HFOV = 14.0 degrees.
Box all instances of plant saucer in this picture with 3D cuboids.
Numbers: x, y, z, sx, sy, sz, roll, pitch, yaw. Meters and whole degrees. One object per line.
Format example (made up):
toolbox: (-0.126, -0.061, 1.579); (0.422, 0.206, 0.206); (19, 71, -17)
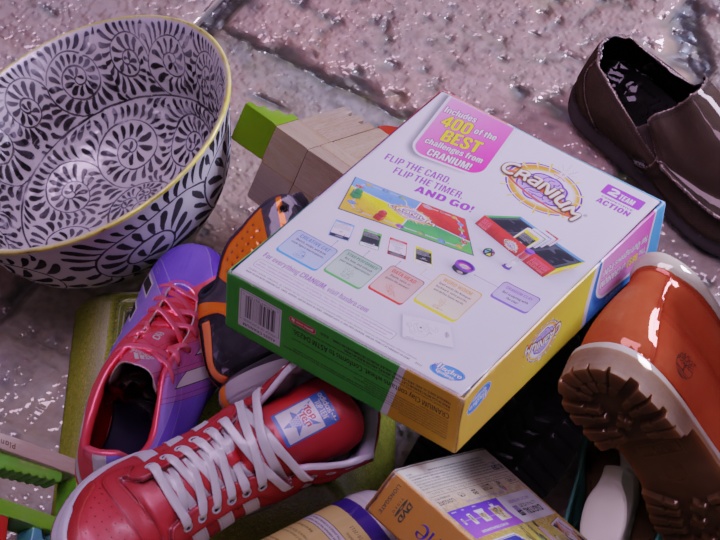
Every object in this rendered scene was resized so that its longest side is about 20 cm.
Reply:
plant saucer: (-0.079, 0.082, 1.706); (0.199, 0.048, 0.201); (-1, 51, 4)

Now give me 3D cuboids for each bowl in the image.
bowl: (-0.154, -0.053, 1.777); (0.200, 0.094, 0.201); (-15, 42, 14)

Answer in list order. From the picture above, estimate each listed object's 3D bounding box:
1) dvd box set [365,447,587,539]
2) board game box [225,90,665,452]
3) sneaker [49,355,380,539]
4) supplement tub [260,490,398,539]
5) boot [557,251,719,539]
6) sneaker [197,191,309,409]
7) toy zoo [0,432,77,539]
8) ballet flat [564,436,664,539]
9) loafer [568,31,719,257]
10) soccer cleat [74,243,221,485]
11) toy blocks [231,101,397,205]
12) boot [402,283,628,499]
dvd box set: (0.106, 0.171, 1.506); (0.200, 0.146, 0.029); (41, 105, 15)
board game box: (0.047, -0.004, 1.569); (0.153, 0.040, 0.200); (29, 47, 24)
sneaker: (-0.070, 0.105, 1.541); (0.200, 0.112, 0.071); (-28, 86, -48)
supplement tub: (-0.046, 0.218, 1.532); (0.199, 0.146, 0.146); (-25, 53, -15)
boot: (0.190, 0.082, 1.594); (0.075, 0.200, 0.107); (-8, 41, 38)
sneaker: (0.000, 0.000, 1.637); (0.199, 0.078, 0.112); (-18, 72, 2)
toy zoo: (-0.207, 0.182, 1.579); (0.020, 0.131, 0.201); (-23, 56, 42)
ballet flat: (0.151, 0.119, 1.644); (0.067, 0.071, 0.201); (10, 52, 8)
loafer: (0.202, -0.076, 1.798); (0.073, 0.071, 0.200); (-39, 58, -24)
soccer cleat: (-0.114, 0.053, 1.653); (0.068, 0.073, 0.201); (8, 52, 12)
toy blocks: (0.034, -0.037, 1.749); (0.200, 0.100, 0.137); (35, 28, 21)
boot: (0.102, 0.069, 1.696); (0.077, 0.138, 0.200); (45, 99, -2)
